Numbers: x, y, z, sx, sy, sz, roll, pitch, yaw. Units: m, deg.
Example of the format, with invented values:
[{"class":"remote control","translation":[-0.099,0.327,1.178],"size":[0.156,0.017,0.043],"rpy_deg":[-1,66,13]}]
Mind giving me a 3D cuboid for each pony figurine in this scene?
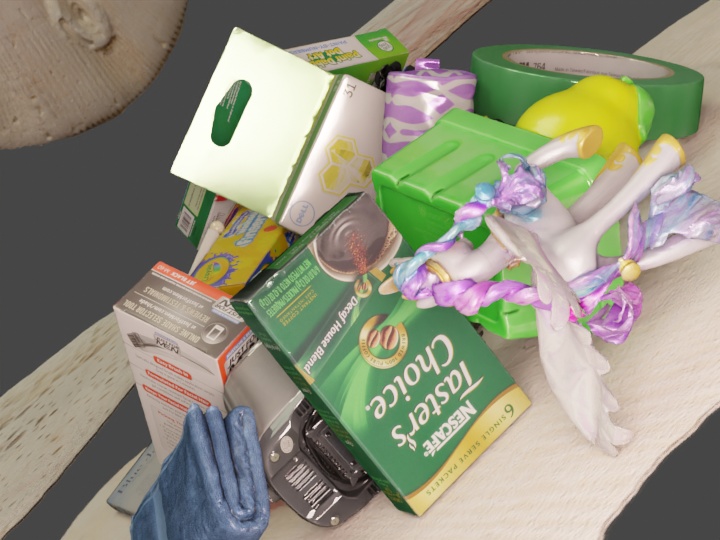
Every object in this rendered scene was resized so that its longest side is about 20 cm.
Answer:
[{"class":"pony figurine","translation":[0.129,-0.005,1.189],"size":[0.200,0.167,0.193],"rpy_deg":[-32,39,-11]}]

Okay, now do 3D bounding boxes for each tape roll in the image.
[{"class":"tape roll","translation":[0.192,-0.154,1.618],"size":[0.199,0.048,0.201],"rpy_deg":[4,15,-1]}]

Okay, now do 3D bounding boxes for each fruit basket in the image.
[{"class":"fruit basket","translation":[0.134,-0.052,1.386],"size":[0.214,0.156,0.216],"rpy_deg":[-6,22,2]}]

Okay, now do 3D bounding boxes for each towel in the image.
[{"class":"towel","translation":[-0.125,0.188,1.399],"size":[0.200,0.048,0.112],"rpy_deg":[125,139,-49]}]

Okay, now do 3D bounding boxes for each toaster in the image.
[{"class":"toaster","translation":[-0.011,0.087,1.427],"size":[0.200,0.114,0.129],"rpy_deg":[-44,32,-4]}]

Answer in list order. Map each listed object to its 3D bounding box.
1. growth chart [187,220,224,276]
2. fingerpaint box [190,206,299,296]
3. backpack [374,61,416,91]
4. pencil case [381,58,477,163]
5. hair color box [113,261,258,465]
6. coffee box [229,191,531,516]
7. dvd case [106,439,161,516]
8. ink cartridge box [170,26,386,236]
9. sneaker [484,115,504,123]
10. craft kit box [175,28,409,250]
[{"class":"growth chart","translation":[-0.113,0.056,1.737],"size":[0.018,0.200,0.145],"rpy_deg":[-8,47,22]},{"class":"fingerpaint box","translation":[-0.077,0.041,1.709],"size":[0.073,0.168,0.200],"rpy_deg":[-9,24,22]},{"class":"backpack","translation":[0.061,-0.077,1.785],"size":[0.201,0.134,0.183],"rpy_deg":[-68,-15,1]},{"class":"pencil case","translation":[0.056,-0.073,1.584],"size":[0.083,0.201,0.086],"rpy_deg":[6,11,5]},{"class":"hair color box","translation":[-0.124,0.098,1.544],"size":[0.111,0.201,0.064],"rpy_deg":[25,55,28]},{"class":"coffee box","translation":[0.017,0.058,1.314],"size":[0.123,0.200,0.044],"rpy_deg":[-42,15,-17]},{"class":"dvd case","translation":[-0.178,0.181,1.840],"size":[0.143,0.018,0.200],"rpy_deg":[-53,15,-14]},{"class":"ink cartridge box","translation":[-0.045,-0.107,1.650],"size":[0.146,0.199,0.048],"rpy_deg":[-66,15,0]},{"class":"sneaker","translation":[0.124,-0.048,1.500],"size":[0.072,0.083,0.200],"rpy_deg":[-31,42,8]},{"class":"craft kit box","translation":[-0.065,-0.125,1.796],"size":[0.197,0.049,0.201],"rpy_deg":[-21,-35,-41]}]
